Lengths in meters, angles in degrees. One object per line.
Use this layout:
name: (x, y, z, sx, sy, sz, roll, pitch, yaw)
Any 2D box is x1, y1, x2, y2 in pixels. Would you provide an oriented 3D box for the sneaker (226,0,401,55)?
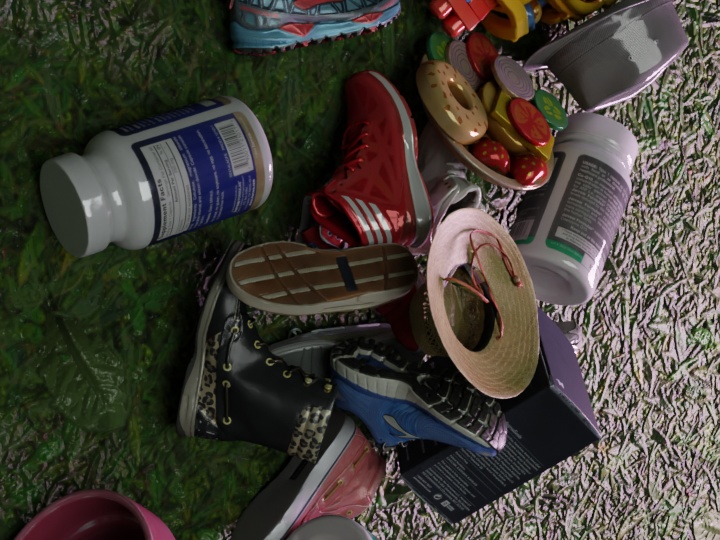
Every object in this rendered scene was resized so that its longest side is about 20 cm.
sneaker: (-0.043, -0.278, 1.504, 0.199, 0.079, 0.096, -18, 106, -32)

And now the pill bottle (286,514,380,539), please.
pill bottle: (-0.003, 0.339, 1.578, 0.114, 0.113, 0.200, -60, 150, -12)

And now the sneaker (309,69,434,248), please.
sneaker: (-0.003, -0.115, 1.523, 0.115, 0.078, 0.201, -7, 66, -33)

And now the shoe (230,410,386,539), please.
shoe: (-0.052, 0.253, 1.588, 0.091, 0.071, 0.200, 49, 66, -27)

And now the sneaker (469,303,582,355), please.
sneaker: (0.182, 0.064, 1.722, 0.199, 0.078, 0.083, 5, 94, -36)

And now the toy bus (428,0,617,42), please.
toy bus: (0.162, -0.320, 1.622, 0.192, 0.136, 0.200, -49, 125, -4)

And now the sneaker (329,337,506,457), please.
sneaker: (0.057, 0.143, 1.530, 0.079, 0.199, 0.090, -44, 151, -49)

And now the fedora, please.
fedora: (0.289, -0.241, 1.673, 0.199, 0.177, 0.091, -29, 86, -11)

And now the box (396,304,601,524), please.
box: (0.141, 0.152, 1.609, 0.199, 0.148, 0.104, -32, 125, 19)

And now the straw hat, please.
straw hat: (0.096, 0.043, 1.512, 0.200, 0.085, 0.203, 25, 56, -44)

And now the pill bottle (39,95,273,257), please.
pill bottle: (-0.192, -0.087, 1.404, 0.199, 0.115, 0.117, -21, 109, -31)

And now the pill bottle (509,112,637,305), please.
pill bottle: (0.242, -0.072, 1.698, 0.113, 0.113, 0.201, 40, 62, -33)

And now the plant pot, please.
plant pot: (-0.227, 0.332, 1.416, 0.201, 0.199, 0.179, -60, 140, -12)

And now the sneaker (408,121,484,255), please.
sneaker: (0.106, -0.101, 1.617, 0.074, 0.115, 0.201, 34, 75, -32)

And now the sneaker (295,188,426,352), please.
sneaker: (0.000, 0.000, 1.561, 0.112, 0.071, 0.201, -14, 79, -32)

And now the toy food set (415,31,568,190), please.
toy food set: (0.141, -0.176, 1.614, 0.200, 0.049, 0.198, 39, 38, -14)

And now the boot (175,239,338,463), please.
boot: (-0.091, 0.085, 1.488, 0.153, 0.073, 0.205, 16, 95, 1)

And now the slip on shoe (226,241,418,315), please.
slip on shoe: (-0.041, 0.011, 1.468, 0.199, 0.061, 0.077, -7, 68, -27)

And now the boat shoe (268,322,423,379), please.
boat shoe: (-0.029, 0.093, 1.591, 0.201, 0.065, 0.075, -10, 117, -29)
